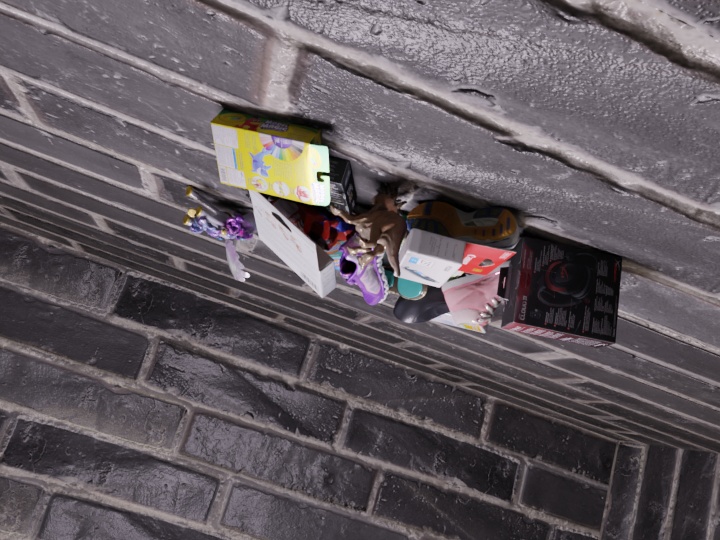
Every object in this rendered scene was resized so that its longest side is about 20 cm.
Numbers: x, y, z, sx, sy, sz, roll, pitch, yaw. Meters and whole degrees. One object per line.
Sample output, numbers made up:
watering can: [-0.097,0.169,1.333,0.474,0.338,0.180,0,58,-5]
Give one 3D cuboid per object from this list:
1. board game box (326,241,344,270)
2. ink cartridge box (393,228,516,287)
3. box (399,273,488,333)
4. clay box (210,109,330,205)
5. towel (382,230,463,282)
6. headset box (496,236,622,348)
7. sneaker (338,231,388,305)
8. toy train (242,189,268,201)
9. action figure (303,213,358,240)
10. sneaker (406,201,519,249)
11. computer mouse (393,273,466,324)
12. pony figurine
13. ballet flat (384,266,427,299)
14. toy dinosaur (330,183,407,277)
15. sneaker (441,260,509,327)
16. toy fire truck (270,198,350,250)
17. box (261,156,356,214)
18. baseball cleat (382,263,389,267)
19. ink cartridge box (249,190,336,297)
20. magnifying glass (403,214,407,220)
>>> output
board game box: [0.008,-0.012,1.563,0.198,0.046,0.151,27,164,-34]
ink cartridge box: [0.154,-0.010,1.099,0.173,0.046,0.200,13,168,0]
box: [0.203,0.064,1.489,0.196,0.103,0.113,12,166,21]
clay box: [-0.134,-0.177,1.013,0.196,0.048,0.116,14,134,14]
towel: [0.117,-0.037,1.258,0.196,0.049,0.171,19,163,-1]
headset box: [0.331,0.037,1.089,0.196,0.152,0.075,11,166,-3]
sneaker: [0.000,0.000,1.237,0.080,0.088,0.202,43,156,35]
toy train: [-0.215,-0.176,1.245,0.045,0.035,0.200,12,165,10]
action figure: [-0.039,-0.086,1.225,0.064,0.053,0.199,14,-166,23]
sneaker: [0.174,-0.064,1.096,0.197,0.077,0.088,11,165,30]
computer mouse: [0.157,0.047,1.340,0.139,0.197,0.053,48,151,48]
pony figurine: [-0.304,-0.098,1.474,0.198,0.168,0.193,25,-163,-39]
ballet flat: [0.088,0.020,1.299,0.074,0.069,0.198,3,-179,-36]
toy dinosaur: [0.040,-0.076,1.069,0.200,0.134,0.087,48,158,50]
sneaker: [0.259,0.049,1.241,0.197,0.107,0.075,-20,161,24]
toy fire truck: [-0.122,-0.092,1.340,0.168,0.112,0.199,46,158,-11]
box: [-0.110,-0.164,1.137,0.196,0.044,0.160,16,166,9]
baseball cleat: [0.077,-0.033,1.374,0.197,0.071,0.106,15,167,-33]
ink cartridge box: [-0.128,-0.066,1.200,0.199,0.043,0.175,41,155,25]
magnifying glass: [0.121,-0.064,1.276,0.199,0.023,0.079,29,162,-39]
